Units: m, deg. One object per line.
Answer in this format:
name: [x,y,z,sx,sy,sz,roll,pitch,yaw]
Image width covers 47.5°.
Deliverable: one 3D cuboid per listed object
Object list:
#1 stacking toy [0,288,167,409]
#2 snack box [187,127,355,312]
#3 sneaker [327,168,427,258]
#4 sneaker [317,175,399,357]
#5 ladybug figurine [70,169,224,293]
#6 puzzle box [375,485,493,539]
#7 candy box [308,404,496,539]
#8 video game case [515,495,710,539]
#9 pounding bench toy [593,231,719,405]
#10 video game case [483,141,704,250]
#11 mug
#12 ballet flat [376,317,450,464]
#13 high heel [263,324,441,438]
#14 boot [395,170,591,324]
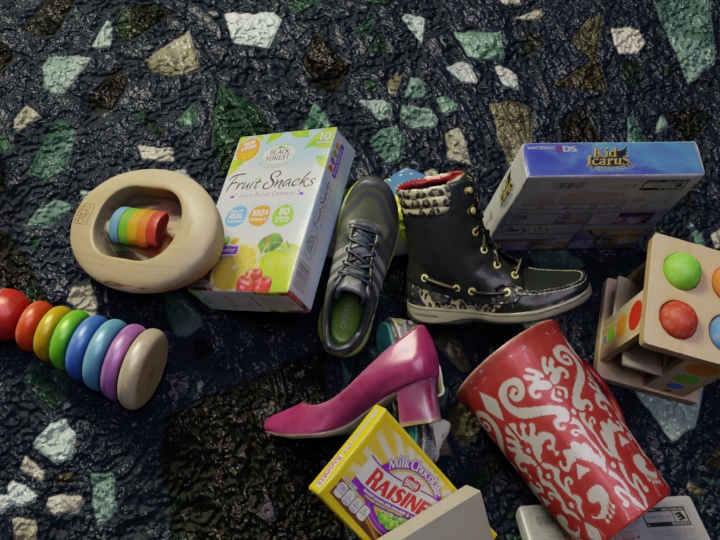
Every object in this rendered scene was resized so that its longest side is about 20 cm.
stacking toy: [-0.306,0.074,0.853,0.197,0.086,0.087,18,66,7]
snack box: [-0.097,-0.056,0.906,0.140,0.053,0.203,1,63,31]
sneaker: [0.025,-0.068,0.964,0.196,0.077,0.106,2,38,3]
sneaker: [0.000,0.000,0.875,0.072,0.081,0.204,10,94,-1]
ladybug figurine: [-0.226,-0.038,0.882,0.197,0.072,0.138,12,74,27]
puzzle box: [0.049,0.309,0.773,0.198,0.025,0.135,-21,103,-28]
candy box: [0.047,0.236,0.800,0.103,0.026,0.201,-49,113,-20]
video game case: [0.272,0.313,0.816,0.196,0.023,0.184,-1,41,-8]
pounding bench toy: [0.356,0.021,0.914,0.122,0.156,0.203,15,66,-1]
video game case: [0.251,-0.080,0.928,0.196,0.182,0.046,-1,66,-8]
mug: [0.225,0.161,0.839,0.176,0.134,0.201,-25,65,-22]
ballet flat: [0.062,0.148,0.875,0.071,0.072,0.204,-3,70,-9]
high heel: [-0.013,0.118,0.842,0.197,0.067,0.098,-12,77,24]
boot: [0.135,-0.026,0.864,0.200,0.074,0.156,-5,108,18]
